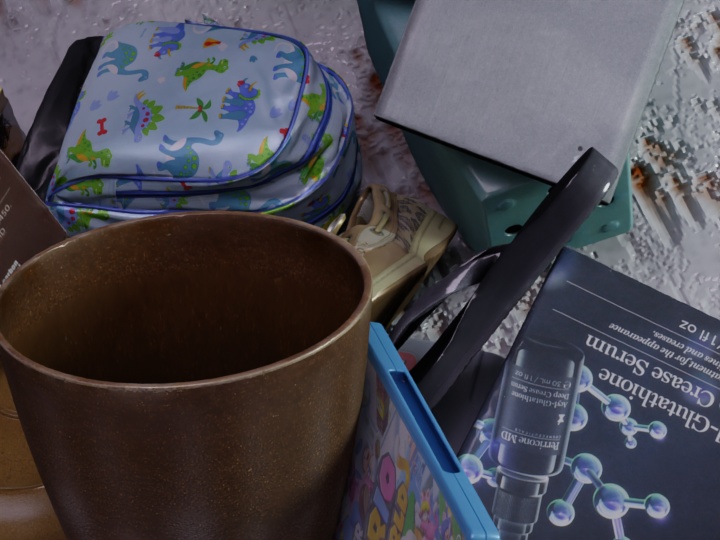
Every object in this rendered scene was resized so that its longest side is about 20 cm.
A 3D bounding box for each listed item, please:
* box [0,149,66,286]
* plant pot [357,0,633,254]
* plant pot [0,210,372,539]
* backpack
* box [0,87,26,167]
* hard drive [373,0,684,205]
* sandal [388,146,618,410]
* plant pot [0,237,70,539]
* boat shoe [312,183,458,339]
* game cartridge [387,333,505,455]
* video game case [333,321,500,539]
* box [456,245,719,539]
[{"bbox_3d":[-0.305,-0.022,1.202,0.199,0.164,0.167,14,63,36],"label":"box"},{"bbox_3d":[0.089,-0.114,1.308,0.140,0.142,0.201,-17,59,-1],"label":"plant pot"},{"bbox_3d":[-0.080,0.100,1.103,0.185,0.201,0.187,-3,26,2],"label":"plant pot"},{"bbox_3d":[-0.097,-0.073,1.326,0.198,0.154,0.164,16,54,5],"label":"backpack"},{"bbox_3d":[-0.271,-0.019,1.349,0.050,0.075,0.201,14,62,20],"label":"box"},{"bbox_3d":[0.106,-0.154,1.207,0.139,0.033,0.201,20,90,4],"label":"hard drive"},{"bbox_3d":[0.059,0.011,1.176,0.043,0.076,0.201,38,96,-2],"label":"sandal"},{"bbox_3d":[-0.177,0.059,1.222,0.198,0.028,0.201,-7,54,9],"label":"plant pot"},{"bbox_3d":[0.000,0.000,1.233,0.063,0.200,0.073,37,108,3],"label":"boat shoe"},{"bbox_3d":[-0.023,0.096,1.255,0.198,0.041,0.134,8,63,15],"label":"game cartridge"},{"bbox_3d":[0.013,0.135,1.080,0.018,0.144,0.200,5,25,-19],"label":"video game case"},{"bbox_3d":[0.125,0.116,1.153,0.148,0.107,0.201,25,65,8],"label":"box"}]
